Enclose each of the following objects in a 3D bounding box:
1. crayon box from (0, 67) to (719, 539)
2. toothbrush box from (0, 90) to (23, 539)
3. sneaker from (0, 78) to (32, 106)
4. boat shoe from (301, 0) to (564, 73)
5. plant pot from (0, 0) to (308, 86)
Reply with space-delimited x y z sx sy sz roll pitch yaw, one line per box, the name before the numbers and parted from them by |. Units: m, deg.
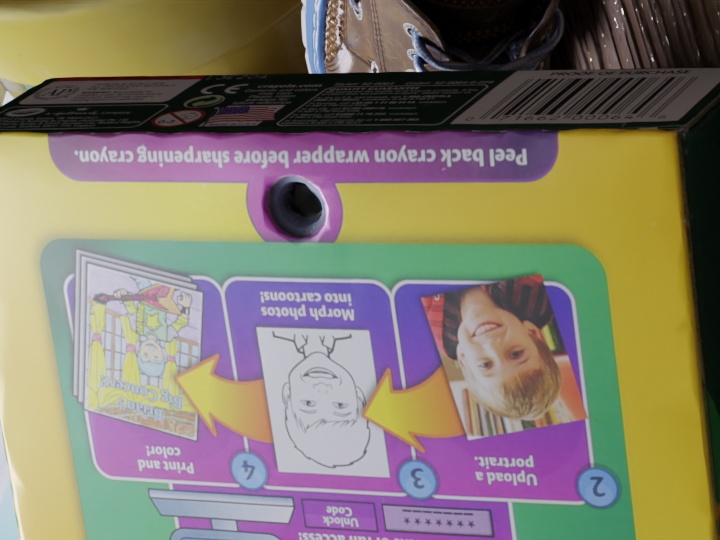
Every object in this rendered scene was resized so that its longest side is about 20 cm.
crayon box | 0.006 0.039 0.736 0.058 0.200 0.173 -39 -54 -58
toothbrush box | -0.099 0.056 1.027 0.146 0.085 0.200 47 121 58
sneaker | -0.137 -0.009 1.111 0.200 0.140 0.078 42 175 -22
boat shoe | 0.022 -0.086 0.826 0.072 0.072 0.200 -124 20 -57
plant pot | -0.074 -0.139 0.984 0.189 0.201 0.201 57 -168 -67
